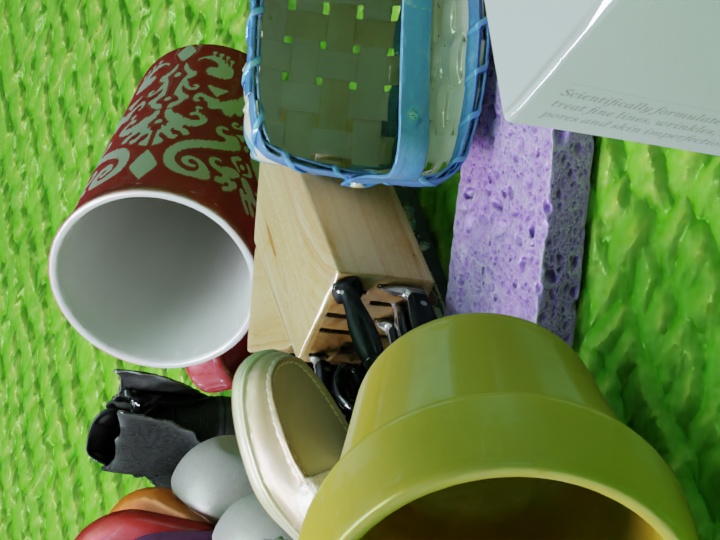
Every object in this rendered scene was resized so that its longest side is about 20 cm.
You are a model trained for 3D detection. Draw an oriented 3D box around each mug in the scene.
[{"bbox_3d":[-0.117,-0.033,1.906,0.200,0.133,0.178,-76,-1,-54],"label":"mug"}]

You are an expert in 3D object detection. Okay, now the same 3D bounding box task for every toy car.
[{"bbox_3d":[-0.108,0.204,1.855,0.200,0.150,0.175,44,123,60],"label":"toy car"}]

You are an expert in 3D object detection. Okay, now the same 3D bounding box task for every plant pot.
[{"bbox_3d":[0.066,0.124,1.480,0.189,0.200,0.201,-93,22,-58],"label":"plant pot"}]

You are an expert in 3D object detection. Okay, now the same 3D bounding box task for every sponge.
[{"bbox_3d":[0.090,-0.054,1.638,0.112,0.030,0.200,-177,93,-65],"label":"sponge"}]

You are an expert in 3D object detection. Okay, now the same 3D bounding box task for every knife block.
[{"bbox_3d":[0.000,0.000,1.697,0.175,0.064,0.200,-9,75,63],"label":"knife block"}]

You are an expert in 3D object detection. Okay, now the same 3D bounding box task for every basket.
[{"bbox_3d":[0.006,-0.132,1.634,0.200,0.139,0.177,163,112,-78],"label":"basket"}]

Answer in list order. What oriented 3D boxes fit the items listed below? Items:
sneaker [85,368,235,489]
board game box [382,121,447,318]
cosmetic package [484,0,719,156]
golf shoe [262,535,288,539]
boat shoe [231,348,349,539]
[{"bbox_3d":[-0.137,0.112,1.973,0.200,0.104,0.060,137,135,-64],"label":"sneaker"},{"bbox_3d":[0.003,0.023,1.800,0.136,0.035,0.200,-62,32,38],"label":"board game box"},{"bbox_3d":[0.158,-0.180,1.366,0.165,0.165,0.200,131,140,-51],"label":"cosmetic package"},{"bbox_3d":[-0.041,0.254,1.697,0.078,0.097,0.200,-38,71,62],"label":"golf shoe"},{"bbox_3d":[-0.002,0.130,1.600,0.065,0.072,0.200,-21,95,44],"label":"boat shoe"}]
